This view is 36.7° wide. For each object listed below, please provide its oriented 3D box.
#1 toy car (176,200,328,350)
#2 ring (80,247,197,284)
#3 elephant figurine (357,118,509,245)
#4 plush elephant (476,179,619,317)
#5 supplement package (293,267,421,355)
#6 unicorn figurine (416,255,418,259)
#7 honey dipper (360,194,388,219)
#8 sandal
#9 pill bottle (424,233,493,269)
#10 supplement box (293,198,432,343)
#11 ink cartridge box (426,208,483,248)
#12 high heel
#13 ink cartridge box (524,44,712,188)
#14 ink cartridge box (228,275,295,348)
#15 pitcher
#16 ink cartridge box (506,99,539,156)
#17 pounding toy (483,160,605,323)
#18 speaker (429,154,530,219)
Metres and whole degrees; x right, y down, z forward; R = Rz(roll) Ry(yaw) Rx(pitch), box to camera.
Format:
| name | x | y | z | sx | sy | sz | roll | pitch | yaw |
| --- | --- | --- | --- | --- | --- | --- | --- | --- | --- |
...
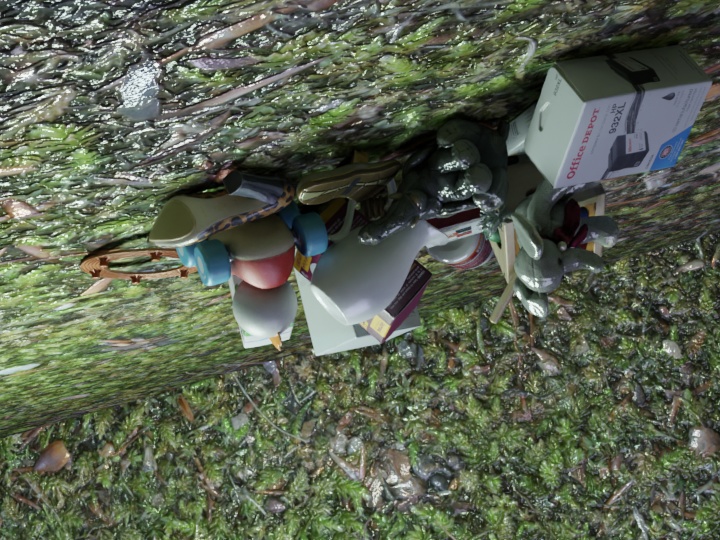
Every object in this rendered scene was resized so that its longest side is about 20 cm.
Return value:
| name | x | y | z | sx | sy | sz | roll | pitch | yaw |
| --- | --- | --- | --- | --- | --- | --- | --- | --- | --- |
| toy car | -0.150 | 0.021 | 1.577 | 0.183 | 0.202 | 0.177 | -17 | -156 | -23 |
| ring | -0.338 | -0.004 | 1.711 | 0.198 | 0.019 | 0.201 | -4 | 169 | -1 |
| elephant figurine | 0.103 | -0.122 | 1.521 | 0.154 | 0.143 | 0.199 | 14 | 146 | -42 |
| plush elephant | 0.262 | -0.035 | 1.475 | 0.198 | 0.156 | 0.165 | -11 | 137 | 6 |
| supplement package | -0.010 | 0.033 | 1.986 | 0.150 | 0.202 | 0.151 | -8 | 169 | -34 |
| unicorn figurine | 0.040 | -0.049 | 1.829 | 0.199 | 0.075 | 0.137 | -3 | -177 | 38 |
| honey dipper | 0.099 | -0.106 | 1.740 | 0.198 | 0.038 | 0.038 | -3 | 171 | 5 |
| sandal | -0.016 | -0.133 | 1.475 | 0.199 | 0.054 | 0.080 | -12 | 157 | -47 |
| pill bottle | 0.191 | -0.060 | 2.050 | 0.109 | 0.111 | 0.200 | -18 | 170 | 16 |
| supplement box | 0.000 | 0.000 | 1.725 | 0.103 | 0.200 | 0.131 | -46 | 171 | -23 |
| ink cartridge box | 0.190 | -0.112 | 1.813 | 0.198 | 0.085 | 0.176 | -16 | 173 | 4 |
| high heel | -0.188 | -0.074 | 1.496 | 0.199 | 0.072 | 0.142 | -28 | 163 | 29 |
| ink cartridge box | 0.328 | -0.197 | 1.397 | 0.198 | 0.084 | 0.146 | -12 | 140 | -22 |
| ink cartridge box | -0.163 | 0.036 | 1.740 | 0.083 | 0.146 | 0.200 | -13 | 171 | -9 |
| pitcher | 0.008 | -0.036 | 1.587 | 0.200 | 0.172 | 0.121 | -44 | -163 | -13 |
| ink cartridge box | 0.320 | -0.222 | 1.540 | 0.198 | 0.047 | 0.198 | -13 | 168 | -24 |
| pounding toy | 0.265 | -0.051 | 1.644 | 0.198 | 0.143 | 0.185 | -17 | 143 | -2 |
| speaker | 0.183 | -0.138 | 1.685 | 0.198 | 0.082 | 0.081 | -13 | 170 | -9 |
